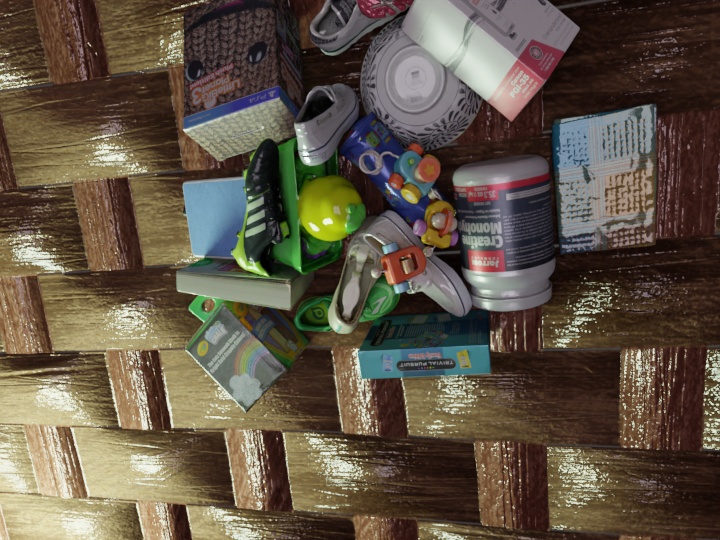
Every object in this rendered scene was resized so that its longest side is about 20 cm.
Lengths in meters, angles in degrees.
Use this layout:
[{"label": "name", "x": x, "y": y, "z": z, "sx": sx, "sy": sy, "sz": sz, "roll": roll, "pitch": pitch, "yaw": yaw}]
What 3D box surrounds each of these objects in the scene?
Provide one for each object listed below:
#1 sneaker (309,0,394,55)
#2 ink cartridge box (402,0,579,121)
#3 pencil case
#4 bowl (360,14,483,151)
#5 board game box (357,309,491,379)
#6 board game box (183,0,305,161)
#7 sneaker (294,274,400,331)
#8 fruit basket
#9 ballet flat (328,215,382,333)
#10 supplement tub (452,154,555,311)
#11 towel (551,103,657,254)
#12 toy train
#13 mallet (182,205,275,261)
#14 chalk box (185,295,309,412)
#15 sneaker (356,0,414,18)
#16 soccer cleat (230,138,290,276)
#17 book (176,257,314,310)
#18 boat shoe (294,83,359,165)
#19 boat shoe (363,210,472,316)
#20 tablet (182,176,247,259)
[{"label": "sneaker", "x": 0.008, "y": -0.397, "z": 0.813, "sx": 0.199, "sy": 0.080, "sz": 0.077, "roll": -41, "pitch": 88, "yaw": 12}, {"label": "ink cartridge box", "x": 0.174, "y": -0.325, "z": 0.750, "sx": 0.199, "sy": 0.147, "sz": 0.083, "roll": 39, "pitch": 149, "yaw": -1}, {"label": "pencil case", "x": 0.053, "y": -0.142, "z": 0.856, "sx": 0.078, "sy": 0.087, "sz": 0.200, "roll": -45, "pitch": 103, "yaw": -10}, {"label": "bowl", "x": 0.084, "y": -0.278, "z": 0.820, "sx": 0.194, "sy": 0.094, "sz": 0.207, "roll": 3, "pitch": 105, "yaw": 13}, {"label": "board game box", "x": 0.106, "y": 0.115, "z": 0.884, "sx": 0.194, "sy": 0.151, "sz": 0.048, "roll": -6, "pitch": 104, "yaw": 15}, {"label": "board game box", "x": -0.173, "y": -0.294, "z": 0.831, "sx": 0.155, "sy": 0.097, "sz": 0.206, "roll": -12, "pitch": 71, "yaw": 16}, {"label": "sneaker", "x": -0.023, "y": 0.066, "z": 0.938, "sx": 0.195, "sy": 0.084, "sz": 0.076, "roll": -20, "pitch": 99, "yaw": 17}, {"label": "fruit basket", "x": -0.059, "y": -0.103, "z": 0.864, "sx": 0.210, "sy": 0.155, "sz": 0.223, "roll": 8, "pitch": 107, "yaw": 27}, {"label": "ballet flat", "x": 0.000, "y": 0.000, "z": 0.880, "sx": 0.067, "sy": 0.070, "sz": 0.206, "roll": 15, "pitch": 77, "yaw": 9}, {"label": "supplement tub", "x": 0.212, "y": -0.058, "z": 0.820, "sx": 0.136, "sy": 0.140, "sz": 0.206, "roll": -5, "pitch": 103, "yaw": 14}, {"label": "towel", "x": 0.362, "y": -0.131, "z": 0.830, "sx": 0.142, "sy": 0.022, "sz": 0.206, "roll": -5, "pitch": 105, "yaw": 16}, {"label": "toy train", "x": 0.073, "y": -0.080, "z": 0.782, "sx": 0.146, "sy": 0.055, "sz": 0.206, "roll": -14, "pitch": 92, "yaw": -24}, {"label": "mallet", "x": -0.227, "y": -0.065, "z": 0.976, "sx": 0.194, "sy": 0.041, "sz": 0.068, "roll": 12, "pitch": 90, "yaw": 14}, {"label": "chalk box", "x": -0.210, "y": 0.114, "z": 0.976, "sx": 0.200, "sy": 0.124, "sz": 0.124, "roll": 46, "pitch": 110, "yaw": 0}, {"label": "sneaker", "x": 0.069, "y": -0.422, "z": 0.758, "sx": 0.080, "sy": 0.075, "sz": 0.201, "roll": 41, "pitch": 88, "yaw": -17}, {"label": "soccer cleat", "x": -0.136, "y": -0.089, "z": 0.820, "sx": 0.079, "sy": 0.067, "sz": 0.205, "roll": 22, "pitch": 116, "yaw": 15}, {"label": "book", "x": -0.188, "y": 0.012, "z": 0.938, "sx": 0.194, "sy": 0.134, "sz": 0.050, "roll": 5, "pitch": 106, "yaw": 11}, {"label": "boat shoe", "x": -0.046, "y": -0.233, "z": 0.804, "sx": 0.071, "sy": 0.203, "sz": 0.068, "roll": -6, "pitch": 131, "yaw": 15}, {"label": "boat shoe", "x": 0.082, "y": 0.002, "z": 0.844, "sx": 0.070, "sy": 0.071, "sz": 0.201, "roll": -41, "pitch": 87, "yaw": -26}, {"label": "tablet", "x": -0.225, "y": -0.085, "z": 0.925, "sx": 0.196, "sy": 0.014, "sz": 0.134, "roll": 4, "pitch": 104, "yaw": 38}]
